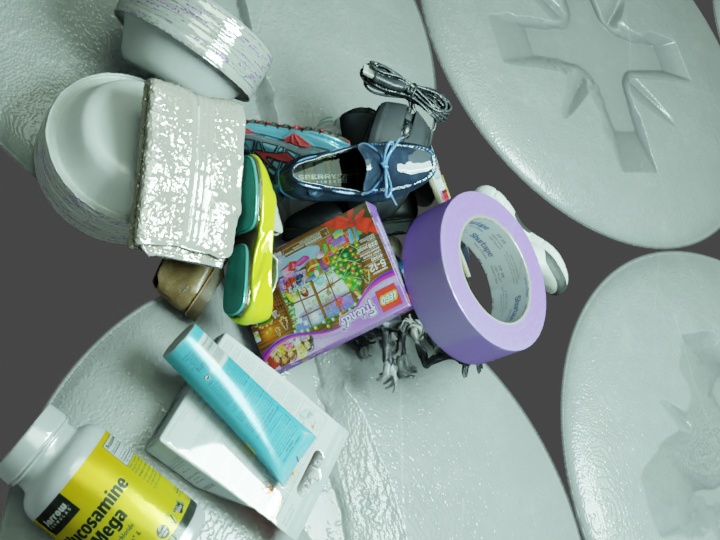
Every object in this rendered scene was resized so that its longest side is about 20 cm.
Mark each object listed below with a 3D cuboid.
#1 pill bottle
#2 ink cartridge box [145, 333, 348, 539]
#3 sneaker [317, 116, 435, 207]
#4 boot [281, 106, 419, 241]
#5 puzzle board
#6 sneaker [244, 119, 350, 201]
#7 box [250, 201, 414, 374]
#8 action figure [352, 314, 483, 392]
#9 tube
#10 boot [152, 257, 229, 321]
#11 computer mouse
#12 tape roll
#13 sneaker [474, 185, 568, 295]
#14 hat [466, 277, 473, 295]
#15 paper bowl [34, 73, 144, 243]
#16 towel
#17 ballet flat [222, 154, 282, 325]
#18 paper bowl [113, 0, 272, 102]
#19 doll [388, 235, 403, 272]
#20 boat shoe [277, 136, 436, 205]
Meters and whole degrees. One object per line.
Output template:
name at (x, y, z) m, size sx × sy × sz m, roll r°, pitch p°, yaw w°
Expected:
pill bottle at (-0.264, 0.231, 1.032) m, size 0.200 × 0.112 × 0.113 m, roll 40°, pitch 51°, yaw -9°
ink cartridge box at (-0.126, 0.196, 1.187) m, size 0.200 × 0.047 × 0.161 m, roll 40°, pitch 51°, yaw -13°
sneaker at (0.012, -0.129, 1.434) m, size 0.198 × 0.077 × 0.092 m, roll 28°, pitch 71°, yaw -15°
boot at (-0.016, -0.125, 1.349) m, size 0.197 × 0.076 × 0.171 m, roll -6°, pitch 88°, yaw -15°
puzzle board at (0.118, -0.092, 1.399) m, size 0.200 × 0.017 × 0.152 m, roll -88°, pitch 156°, yaw -70°
sneaker at (-0.114, -0.139, 1.298) m, size 0.079 × 0.198 × 0.097 m, roll 12°, pitch 88°, yaw -66°
box at (-0.047, 0.023, 1.235) m, size 0.138 × 0.198 × 0.039 m, roll 67°, pitch 16°, yaw 12°
action figure at (0.053, 0.100, 1.304) m, size 0.119 × 0.198 × 0.103 m, roll -22°, pitch 118°, yaw -62°
tube at (-0.135, 0.147, 1.148) m, size 0.200 × 0.050 × 0.078 m, roll 47°, pitch 54°, yaw -11°
boot at (-0.184, -0.038, 1.252) m, size 0.075 × 0.074 × 0.201 m, roll 33°, pitch 56°, yaw -7°
computer mouse at (0.038, -0.158, 1.300) m, size 0.137 × 0.053 × 0.202 m, roll 23°, pitch 82°, yaw -20°
tape roll at (0.141, 0.009, 1.243) m, size 0.199 × 0.065 × 0.203 m, roll 23°, pitch 56°, yaw -39°
sneaker at (0.224, -0.030, 1.521) m, size 0.200 × 0.074 × 0.080 m, roll 44°, pitch 61°, yaw 1°
hat at (0.113, 0.038, 1.376) m, size 0.202 × 0.080 × 0.201 m, roll 63°, pitch 9°, yaw -17°
paper bowl at (-0.276, -0.142, 1.209) m, size 0.199 × 0.104 × 0.203 m, roll 15°, pitch 61°, yaw -27°
towel at (-0.194, -0.108, 1.155) m, size 0.132 × 0.034 × 0.203 m, roll 10°, pitch 79°, yaw -42°
ballet flat at (-0.124, -0.034, 1.209) m, size 0.067 × 0.066 × 0.203 m, roll 14°, pitch 73°, yaw -44°
paper bowl at (-0.217, -0.275, 1.275) m, size 0.199 × 0.200 × 0.105 m, roll 31°, pitch 86°, yaw -16°
doll at (0.000, 0.000, 1.343) m, size 0.135 × 0.049 × 0.200 m, roll 22°, pitch 34°, yaw 20°
boat shoe at (0.003, -0.113, 1.226) m, size 0.198 × 0.069 × 0.085 m, roll -15°, pitch 89°, yaw -14°
